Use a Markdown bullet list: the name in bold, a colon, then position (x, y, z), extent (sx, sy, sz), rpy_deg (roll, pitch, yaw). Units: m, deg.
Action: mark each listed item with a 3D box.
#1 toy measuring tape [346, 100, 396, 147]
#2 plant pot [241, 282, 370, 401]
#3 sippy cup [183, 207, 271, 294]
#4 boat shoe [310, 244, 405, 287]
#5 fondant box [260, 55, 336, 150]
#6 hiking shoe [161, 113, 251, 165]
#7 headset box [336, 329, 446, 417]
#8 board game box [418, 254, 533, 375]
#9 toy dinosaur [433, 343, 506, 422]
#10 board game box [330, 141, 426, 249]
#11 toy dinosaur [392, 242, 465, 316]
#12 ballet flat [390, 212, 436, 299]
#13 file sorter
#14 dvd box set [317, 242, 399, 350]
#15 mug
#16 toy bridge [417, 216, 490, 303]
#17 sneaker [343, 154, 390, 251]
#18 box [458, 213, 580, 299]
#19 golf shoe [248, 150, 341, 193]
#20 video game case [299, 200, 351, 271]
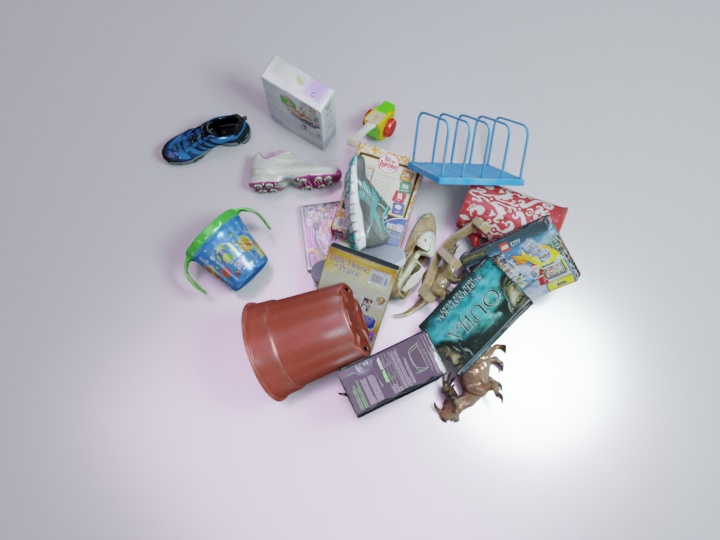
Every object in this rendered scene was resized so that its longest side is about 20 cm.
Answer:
- **toy measuring tape**: position (0.024, -0.294, 1.630), extent (0.073, 0.074, 0.200), rpy_deg (31, 48, 7)
- **plant pot**: position (-0.095, 0.123, 1.465), extent (0.194, 0.201, 0.202), rpy_deg (-21, 77, 12)
- **sippy cup**: position (-0.264, -0.034, 1.570), extent (0.130, 0.140, 0.178), rpy_deg (44, 120, -1)
- **boat shoe**: position (0.000, 0.000, 1.575), extent (0.199, 0.066, 0.074), rpy_deg (-8, 44, 15)
- **fondant box**: position (-0.124, -0.343, 1.597), extent (0.144, 0.200, 0.058), rpy_deg (32, 79, 7)
- **hiking shoe**: position (-0.336, -0.291, 1.644), extent (0.199, 0.087, 0.075), rpy_deg (-22, 78, -5)
- **headset box**: position (0.052, 0.206, 1.482), extent (0.199, 0.174, 0.093), rpy_deg (-25, 79, -4)
- **board game box**: position (0.222, 0.087, 1.494), extent (0.200, 0.028, 0.135), rpy_deg (-48, 56, 12)
- **toy dinosaur**: position (0.219, 0.202, 1.532), extent (0.135, 0.086, 0.201), rpy_deg (5, 71, 9)
- **board game box**: position (0.038, -0.153, 1.612), extent (0.151, 0.046, 0.201), rpy_deg (18, 78, 4)
- **toy dinosaur**: position (0.163, 0.040, 1.591), extent (0.101, 0.058, 0.200), rpy_deg (35, 88, 25)
- **ballet flat**: position (0.117, -0.024, 1.586), extent (0.065, 0.070, 0.201), rpy_deg (24, 84, 43)
- **file sorter**: position (0.221, -0.247, 1.549), extent (0.199, 0.139, 0.124), rpy_deg (-1, 111, -24)
- **dvd box set**: position (-0.019, 0.058, 1.534), extent (0.145, 0.029, 0.201), rpy_deg (19, 114, 5)
- **mug**: position (0.299, -0.085, 1.572), extent (0.199, 0.134, 0.178), rpy_deg (24, 76, 9)
- **toy bridge**: position (0.177, -0.026, 1.545), extent (0.027, 0.067, 0.200), rpy_deg (31, 102, -35)
- **sneaker**: position (0.016, -0.136, 1.557), extent (0.091, 0.078, 0.202), rpy_deg (-2, 80, -15)
- **box**: position (0.313, -0.009, 1.522), extent (0.199, 0.038, 0.137), rpy_deg (-25, 98, 32)
- **golf shoe**: position (-0.140, -0.218, 1.635), extent (0.198, 0.075, 0.092), rpy_deg (-3, 74, -1)
- **video game case**: position (-0.022, -0.080, 1.628), extent (0.198, 0.018, 0.144), rpy_deg (-7, 77, -2)
